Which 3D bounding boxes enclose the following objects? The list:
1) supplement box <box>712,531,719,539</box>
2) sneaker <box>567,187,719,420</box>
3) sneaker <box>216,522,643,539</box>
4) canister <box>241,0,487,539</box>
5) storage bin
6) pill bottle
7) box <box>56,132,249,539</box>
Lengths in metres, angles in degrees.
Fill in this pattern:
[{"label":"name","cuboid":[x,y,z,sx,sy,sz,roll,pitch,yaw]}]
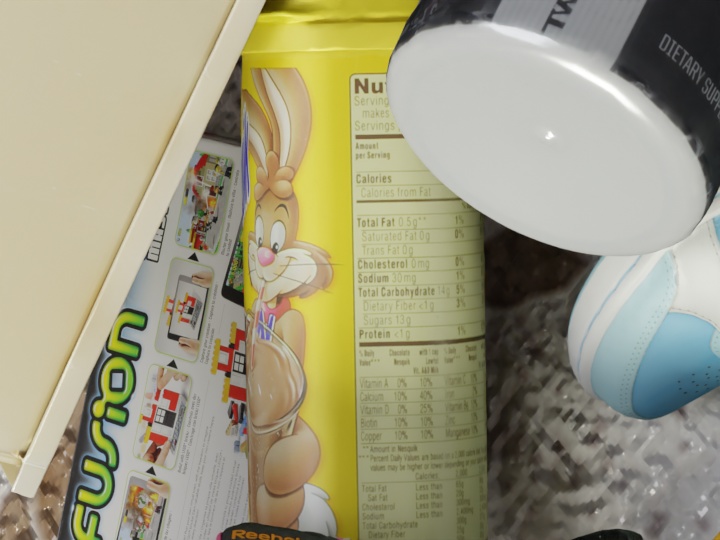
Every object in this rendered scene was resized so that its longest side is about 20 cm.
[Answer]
[{"label":"supplement box","cuboid":[0.119,0.181,0.842,0.110,0.086,0.200,-51,20,26]},{"label":"sneaker","cuboid":[0.155,0.017,0.897,0.200,0.079,0.131,-42,57,32]},{"label":"sneaker","cuboid":[-0.009,0.113,0.892,0.199,0.080,0.087,-20,109,4]},{"label":"canister","cuboid":[0.000,0.000,0.989,0.149,0.086,0.201,-134,43,-85]},{"label":"storage bin","cuboid":[-0.137,-0.067,0.990,0.200,0.094,0.199,-64,31,18]},{"label":"pill bottle","cuboid":[0.094,-0.111,0.908,0.106,0.106,0.200,0,51,42]},{"label":"box","cuboid":[-0.056,0.051,1.115,0.110,0.035,0.201,16,96,43]}]
